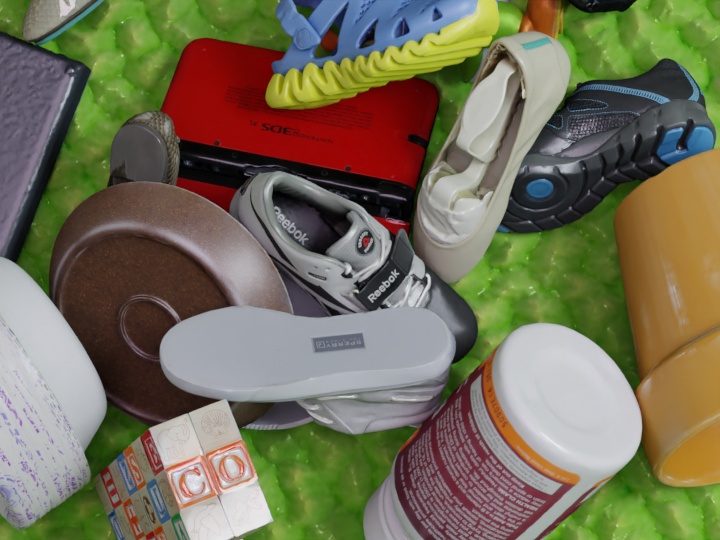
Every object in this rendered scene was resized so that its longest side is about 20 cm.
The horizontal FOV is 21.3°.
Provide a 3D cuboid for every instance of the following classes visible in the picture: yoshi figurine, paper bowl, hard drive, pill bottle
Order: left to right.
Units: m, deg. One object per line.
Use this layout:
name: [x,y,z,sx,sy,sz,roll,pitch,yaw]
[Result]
hard drive: [-0.303,-0.085,1.447,0.139,0.033,0.201,21,88,7]
paper bowl: [-0.255,0.072,1.346,0.104,0.201,0.201,-36,82,-18]
yoshi figurine: [0.049,-0.212,1.392,0.198,0.113,0.113,4,70,9]
pill bottle: [0.091,0.135,1.303,0.114,0.114,0.200,47,131,8]

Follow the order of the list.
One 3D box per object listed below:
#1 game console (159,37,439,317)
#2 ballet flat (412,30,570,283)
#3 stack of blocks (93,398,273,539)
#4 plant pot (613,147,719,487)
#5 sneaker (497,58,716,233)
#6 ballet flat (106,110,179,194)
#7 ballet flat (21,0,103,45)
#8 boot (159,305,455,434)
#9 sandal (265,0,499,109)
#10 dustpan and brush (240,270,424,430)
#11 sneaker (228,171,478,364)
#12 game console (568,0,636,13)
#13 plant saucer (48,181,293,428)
game console: [-0.054,-0.060,1.427,0.198,0.119,0.173,11,55,6]
ballet flat: [0.077,-0.076,1.327,0.069,0.069,0.201,28,113,8]
stack of blocks: [-0.120,0.170,1.319,0.058,0.200,0.116,-20,81,-22]
plant pot: [0.263,0.023,1.312,0.199,0.200,0.185,-20,67,4]
sneaker: [0.157,-0.089,1.392,0.198,0.073,0.082,-17,49,12]
ballet flat: [-0.166,-0.031,1.386,0.067,0.046,0.201,24,125,10]
ballet flat: [-0.184,-0.249,1.430,0.200,0.067,0.063,-38,115,-6]
boot: [-0.036,0.078,1.306,0.198,0.096,0.074,0,52,-4]
sandal: [0.007,-0.170,1.319,0.199,0.079,0.088,-11,88,37]
dustpan and brush: [-0.033,0.068,1.382,0.198,0.057,0.141,20,107,-4]
sneaker: [0.000,0.000,1.323,0.199,0.088,0.074,32,75,-7]
game console: [0.154,-0.295,1.370,0.116,0.176,0.200,-44,81,22]
plant saucer: [-0.141,0.036,1.359,0.199,0.035,0.202,11,119,19]
